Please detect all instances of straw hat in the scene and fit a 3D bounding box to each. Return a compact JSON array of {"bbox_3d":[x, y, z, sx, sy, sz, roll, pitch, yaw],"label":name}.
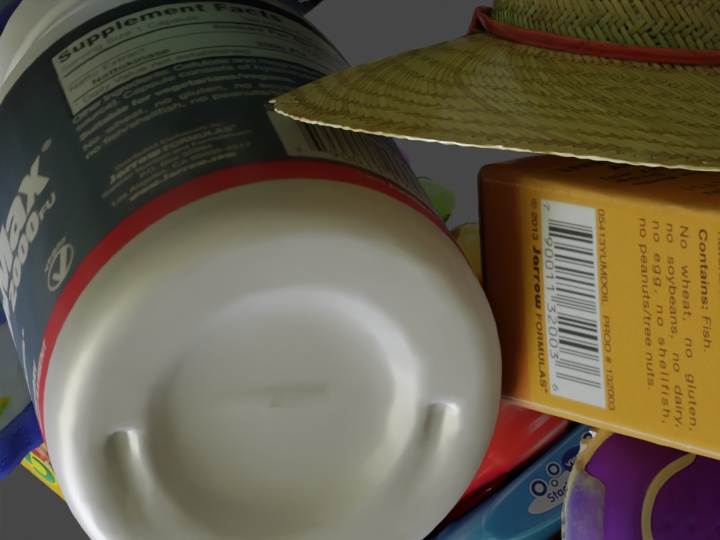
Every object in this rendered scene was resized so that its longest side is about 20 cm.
[{"bbox_3d":[0.074,-0.072,0.714,0.200,0.200,0.086,12,100,52],"label":"straw hat"}]

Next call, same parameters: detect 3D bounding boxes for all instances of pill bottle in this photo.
[{"bbox_3d":[-0.044,-0.010,0.827,0.120,0.119,0.200,60,-179,-32],"label":"pill bottle"}]

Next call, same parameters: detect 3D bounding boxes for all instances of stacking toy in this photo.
[{"bbox_3d":[0.000,0.000,0.958,0.200,0.116,0.110,53,157,-1],"label":"stacking toy"}]

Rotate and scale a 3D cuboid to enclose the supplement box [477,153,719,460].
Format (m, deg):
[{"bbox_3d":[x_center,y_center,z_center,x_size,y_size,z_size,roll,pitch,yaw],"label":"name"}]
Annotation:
[{"bbox_3d":[0.110,0.011,0.711,0.200,0.066,0.069,16,112,55],"label":"supplement box"}]

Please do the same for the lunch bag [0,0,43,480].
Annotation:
[{"bbox_3d":[-0.147,-0.034,1.055,0.200,0.170,0.128,38,157,19],"label":"lunch bag"}]

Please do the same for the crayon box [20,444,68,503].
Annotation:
[{"bbox_3d":[-0.150,0.030,1.318,0.127,0.051,0.200,37,156,17],"label":"crayon box"}]

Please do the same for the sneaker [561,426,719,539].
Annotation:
[{"bbox_3d":[0.148,0.069,0.778,0.199,0.070,0.099,10,167,-34],"label":"sneaker"}]

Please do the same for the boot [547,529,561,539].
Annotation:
[{"bbox_3d":[0.089,0.147,1.087,0.154,0.074,0.200,33,157,17],"label":"boot"}]

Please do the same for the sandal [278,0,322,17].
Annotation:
[{"bbox_3d":[-0.021,-0.105,0.879,0.075,0.048,0.200,46,158,-2],"label":"sandal"}]
